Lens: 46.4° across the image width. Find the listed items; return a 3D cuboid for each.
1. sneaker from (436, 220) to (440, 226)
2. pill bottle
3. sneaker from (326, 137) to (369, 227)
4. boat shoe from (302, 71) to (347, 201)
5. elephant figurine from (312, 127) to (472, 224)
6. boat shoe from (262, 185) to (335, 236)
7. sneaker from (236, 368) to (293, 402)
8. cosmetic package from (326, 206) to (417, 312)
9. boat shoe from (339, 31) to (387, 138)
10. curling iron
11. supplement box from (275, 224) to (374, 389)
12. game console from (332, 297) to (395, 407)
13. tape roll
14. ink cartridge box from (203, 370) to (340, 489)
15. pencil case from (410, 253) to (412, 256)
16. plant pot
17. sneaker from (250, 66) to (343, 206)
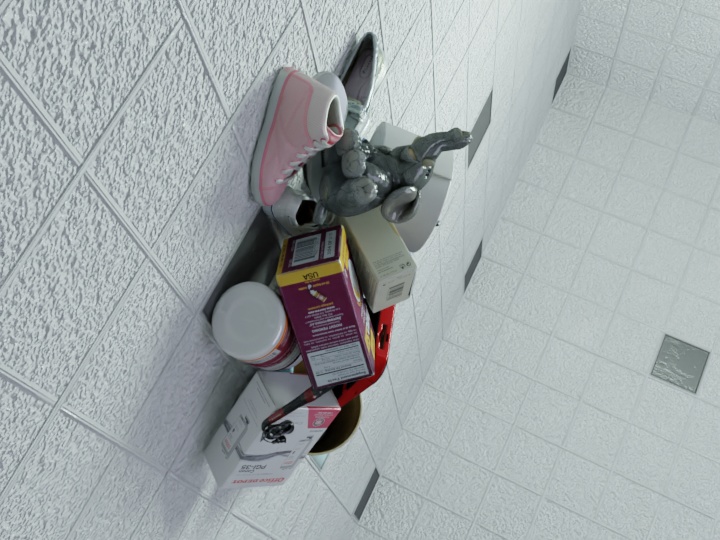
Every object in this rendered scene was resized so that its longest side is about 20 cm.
[{"bbox_3d":[0.108,-0.132,1.811,0.078,0.138,0.201,-59,163,-26],"label":"sneaker"},{"bbox_3d":[-0.146,0.094,1.308,0.116,0.113,0.200,-65,165,-8],"label":"pill bottle"},{"bbox_3d":[-0.029,-0.148,1.419,0.079,0.089,0.202,-51,158,-45],"label":"sneaker"},{"bbox_3d":[-0.065,-0.205,1.270,0.070,0.064,0.203,-10,122,-23],"label":"boat shoe"},{"bbox_3d":[0.047,-0.139,1.251,0.197,0.154,0.144,-2,94,-31],"label":"elephant figurine"},{"bbox_3d":[-0.081,-0.087,1.331,0.076,0.085,0.202,-65,164,-5],"label":"boat shoe"},{"bbox_3d":[-0.143,0.199,1.523,0.201,0.081,0.075,-56,162,-37],"label":"sneaker"},{"bbox_3d":[0.012,-0.048,1.343,0.070,0.202,0.106,-20,154,-16],"label":"cosmetic package"},{"bbox_3d":[-0.011,-0.282,1.339,0.065,0.073,0.204,62,48,-63],"label":"boat shoe"},{"bbox_3d":[-0.072,0.197,1.304,0.199,0.025,0.050,-39,128,-13],"label":"curling iron"},{"bbox_3d":[-0.049,0.055,1.280,0.131,0.101,0.203,-90,166,-63],"label":"supplement box"},{"bbox_3d":[0.000,0.131,1.445,0.177,0.031,0.202,-47,-157,44],"label":"game console"},{"bbox_3d":[0.067,-0.150,1.523,0.203,0.137,0.206,-161,-90,-80],"label":"tape roll"},{"bbox_3d":[-0.148,0.267,1.398,0.145,0.083,0.201,9,125,-43],"label":"ink cartridge box"},{"bbox_3d":[0.000,0.000,1.545,0.197,0.078,0.088,-3,112,-26],"label":"pencil case"},{"bbox_3d":[-0.100,0.286,1.662,0.188,0.184,0.200,-61,177,-23],"label":"plant pot"},{"bbox_3d":[-0.085,-0.170,1.174,0.075,0.103,0.203,-38,148,-64],"label":"sneaker"}]
